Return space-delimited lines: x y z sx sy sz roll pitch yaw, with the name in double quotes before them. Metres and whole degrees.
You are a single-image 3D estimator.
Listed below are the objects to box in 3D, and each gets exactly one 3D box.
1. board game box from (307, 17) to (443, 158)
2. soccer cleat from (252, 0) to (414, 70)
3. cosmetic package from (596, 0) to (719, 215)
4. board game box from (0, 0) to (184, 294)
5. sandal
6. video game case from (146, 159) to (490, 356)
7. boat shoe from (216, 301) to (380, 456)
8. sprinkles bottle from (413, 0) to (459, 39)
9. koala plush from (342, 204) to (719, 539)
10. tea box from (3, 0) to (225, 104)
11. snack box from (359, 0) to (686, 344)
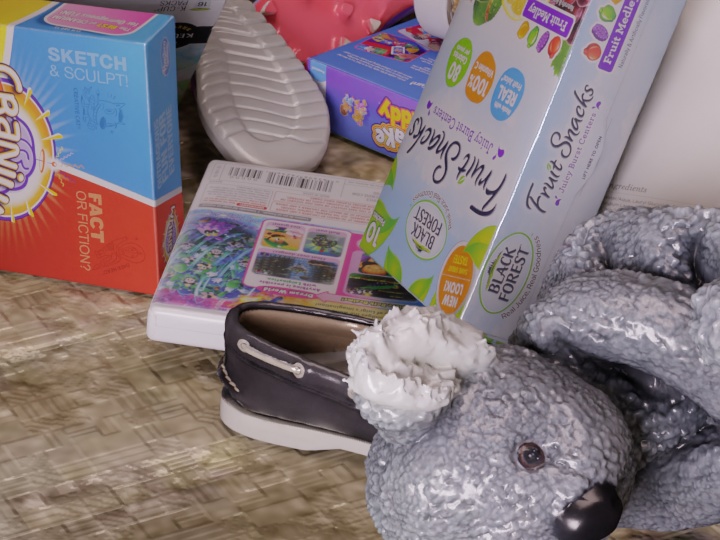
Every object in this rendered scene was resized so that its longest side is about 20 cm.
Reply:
"board game box" 0.083 -0.101 1.488 0.134 0.045 0.200 -24 36 -39
"soccer cleat" -0.014 -0.175 1.630 0.200 0.067 0.076 -35 5 -35
"cosmetic package" 0.168 -0.050 1.206 0.085 0.200 0.108 11 -9 20
"board game box" -0.196 -0.075 1.324 0.200 0.153 0.040 8 30 17
"sandal" -0.072 -0.108 1.499 0.082 0.050 0.203 0 40 -20
"video game case" 0.000 0.000 1.303 0.200 0.024 0.182 8 29 3
"boat shoe" 0.027 0.055 1.174 0.200 0.060 0.074 9 29 18
"sprinkles bottle" 0.129 -0.151 1.463 0.200 0.068 0.068 20 34 33
"koala plush" 0.085 0.071 1.036 0.200 0.177 0.184 -22 35 -22
"tea box" -0.171 -0.207 1.438 0.134 0.197 0.200 -3 68 -17
"snack box" 0.078 -0.076 1.197 0.053 0.200 0.142 18 11 -23
